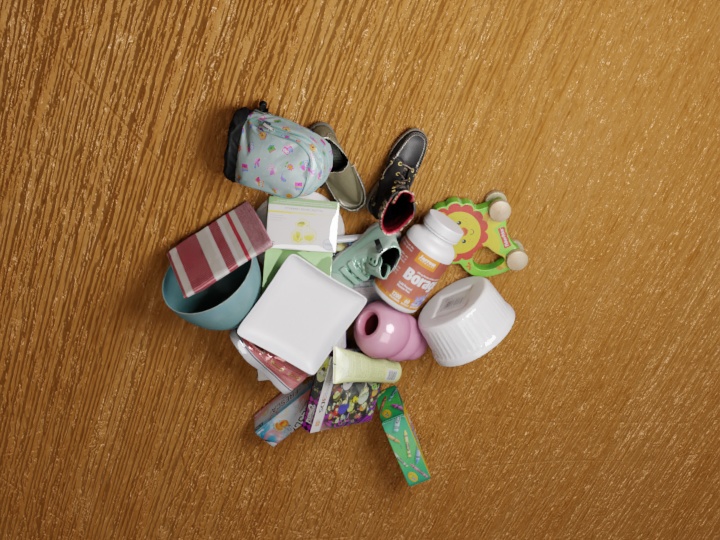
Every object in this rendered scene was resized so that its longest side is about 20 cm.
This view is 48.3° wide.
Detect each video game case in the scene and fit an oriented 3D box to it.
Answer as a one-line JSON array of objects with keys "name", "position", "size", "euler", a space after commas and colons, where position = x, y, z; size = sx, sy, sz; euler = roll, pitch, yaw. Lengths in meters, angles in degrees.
[{"name": "video game case", "position": [-0.013, 0.009, 1.709], "size": [0.198, 0.023, 0.183], "euler": [-6, 118, -13]}, {"name": "video game case", "position": [-0.029, 0.256, 1.760], "size": [0.199, 0.036, 0.183], "euler": [1, 110, -48]}]

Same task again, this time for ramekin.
[{"name": "ramekin", "position": [0.218, 0.102, 1.708], "size": [0.200, 0.201, 0.098], "euler": [-34, 109, 8]}]

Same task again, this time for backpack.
[{"name": "backpack", "position": [-0.155, -0.210, 1.515], "size": [0.199, 0.127, 0.168], "euler": [19, 119, 12]}]

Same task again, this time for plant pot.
[{"name": "plant pot", "position": [-0.279, 0.043, 1.621], "size": [0.199, 0.201, 0.135], "euler": [-25, 136, 4]}]

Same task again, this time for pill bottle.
[{"name": "pill bottle", "position": [0.121, -0.021, 1.647], "size": [0.112, 0.112, 0.201], "euler": [27, 111, -19]}]

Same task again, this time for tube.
[{"name": "tube", "position": [0.008, 0.208, 1.712], "size": [0.199, 0.058, 0.052], "euler": [14, 120, -49]}]

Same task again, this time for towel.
[{"name": "towel", "position": [-0.279, -0.041, 1.583], "size": [0.199, 0.144, 0.023], "euler": [-32, 138, -1]}]

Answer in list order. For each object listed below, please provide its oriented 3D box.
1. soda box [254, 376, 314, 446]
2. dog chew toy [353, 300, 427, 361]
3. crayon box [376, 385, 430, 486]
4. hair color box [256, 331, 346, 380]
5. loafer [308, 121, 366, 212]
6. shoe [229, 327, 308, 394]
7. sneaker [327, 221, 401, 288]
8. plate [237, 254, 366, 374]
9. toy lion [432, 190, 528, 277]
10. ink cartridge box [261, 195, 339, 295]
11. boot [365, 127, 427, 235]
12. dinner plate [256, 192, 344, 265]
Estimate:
[{"name": "soda box", "position": [-0.149, 0.307, 1.815], "size": [0.200, 0.069, 0.064], "euler": [-40, 118, 14]}, {"name": "dog chew toy", "position": [0.075, 0.141, 1.737], "size": [0.125, 0.125, 0.200], "euler": [-46, 140, 14]}, {"name": "crayon box", "position": [0.098, 0.384, 1.863], "size": [0.058, 0.119, 0.201], "euler": [-21, 117, 2]}, {"name": "hair color box", "position": [-0.132, 0.174, 1.762], "size": [0.198, 0.065, 0.110], "euler": [-4, 116, -8]}, {"name": "loafer", "position": [-0.048, -0.195, 1.594], "size": [0.075, 0.070, 0.201], "euler": [-29, 116, 6]}, {"name": "shoe", "position": [-0.181, 0.170, 1.683], "size": [0.091, 0.072, 0.200], "euler": [-37, 119, 7]}, {"name": "sneaker", "position": [0.000, 0.000, 1.626], "size": [0.074, 0.118, 0.201], "euler": [35, 104, -29]}, {"name": "plate", "position": [-0.119, 0.087, 1.619], "size": [0.199, 0.032, 0.200], "euler": [32, 100, -26]}, {"name": "toy lion", "position": [0.238, -0.070, 1.705], "size": [0.190, 0.069, 0.201], "euler": [-21, 117, 10]}, {"name": "ink cartridge box", "position": [-0.122, -0.043, 1.613], "size": [0.144, 0.048, 0.202], "euler": [4, 91, -9]}, {"name": "boot", "position": [0.081, -0.171, 1.579], "size": [0.073, 0.151, 0.201], "euler": [28, 109, -19]}, {"name": "dinner plate", "position": [-0.130, -0.072, 1.668], "size": [0.198, 0.024, 0.202], "euler": [-3, 115, -7]}]
